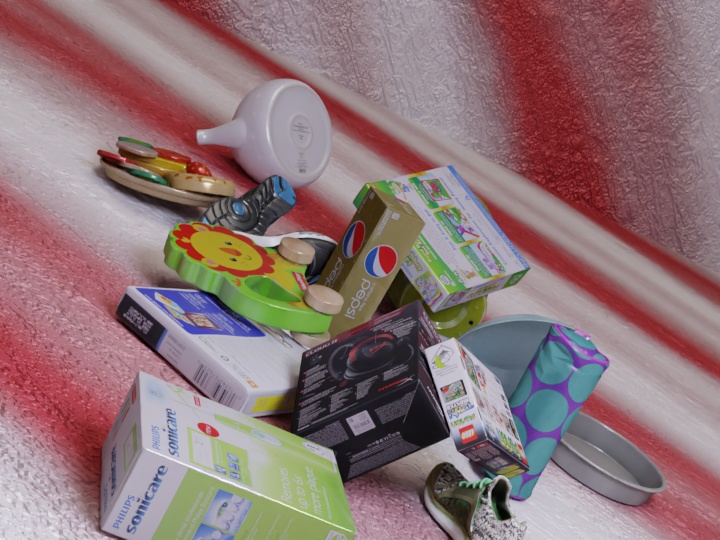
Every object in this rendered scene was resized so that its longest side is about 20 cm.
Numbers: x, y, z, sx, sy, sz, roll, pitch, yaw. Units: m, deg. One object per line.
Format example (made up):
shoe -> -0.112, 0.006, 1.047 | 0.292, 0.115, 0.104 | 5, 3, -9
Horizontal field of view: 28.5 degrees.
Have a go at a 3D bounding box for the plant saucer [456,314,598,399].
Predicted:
plant saucer -> 0.200, 0.103, 1.783 | 0.199, 0.201, 0.039 | 22, 49, -27

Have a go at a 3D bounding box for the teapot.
teapot -> -0.149, -0.225, 2.394 | 0.145, 0.198, 0.201 | -5, -47, 40

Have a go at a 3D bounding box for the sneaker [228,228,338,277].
sneaker -> -0.111, 0.004, 1.826 | 0.198, 0.076, 0.088 | 0, 48, -25

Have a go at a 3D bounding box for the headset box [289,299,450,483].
headset box -> 0.013, 0.121, 1.473 | 0.076, 0.147, 0.200 | 60, 13, -21

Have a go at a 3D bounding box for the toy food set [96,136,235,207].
toy food set -> -0.272, -0.136, 1.984 | 0.196, 0.049, 0.200 | 16, 10, -11

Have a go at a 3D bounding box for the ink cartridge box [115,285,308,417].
ink cartridge box -> -0.142, 0.088, 1.574 | 0.197, 0.047, 0.199 | 36, 13, 26

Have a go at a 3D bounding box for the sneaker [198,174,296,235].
sneaker -> -0.164, -0.063, 1.937 | 0.074, 0.082, 0.200 | 56, 36, 3

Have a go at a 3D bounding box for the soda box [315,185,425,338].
soda box -> 0.000, 0.000, 1.820 | 0.064, 0.201, 0.068 | 21, 17, -29

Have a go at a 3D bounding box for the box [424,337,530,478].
box -> 0.124, 0.147, 1.473 | 0.200, 0.034, 0.111 | 42, 28, -65

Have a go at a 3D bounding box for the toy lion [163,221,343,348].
toy lion -> -0.136, 0.005, 1.679 | 0.190, 0.069, 0.200 | 12, 23, -26

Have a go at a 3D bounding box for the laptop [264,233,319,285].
laptop -> -0.071, -0.042, 1.992 | 0.199, 0.117, 0.187 | 31, 14, 5

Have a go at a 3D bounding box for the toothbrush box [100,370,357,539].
toothbrush box -> -0.116, 0.186, 1.212 | 0.198, 0.087, 0.146 | 24, 15, -17

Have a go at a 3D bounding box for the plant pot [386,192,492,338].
plant pot -> 0.113, 0.003, 2.099 | 0.199, 0.201, 0.194 | 25, 27, -16

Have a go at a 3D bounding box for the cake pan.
cake pan -> 0.321, 0.252, 1.926 | 0.199, 0.037, 0.200 | 28, 14, -8

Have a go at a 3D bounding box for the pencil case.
pencil case -> 0.213, 0.166, 1.679 | 0.085, 0.201, 0.092 | 32, 12, 10

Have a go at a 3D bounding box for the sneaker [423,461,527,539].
sneaker -> 0.130, 0.246, 1.476 | 0.076, 0.089, 0.200 | 22, 16, -25

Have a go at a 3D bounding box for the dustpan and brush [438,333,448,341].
dustpan and brush -> 0.113, 0.139, 1.896 | 0.138, 0.058, 0.200 | 21, 10, -27

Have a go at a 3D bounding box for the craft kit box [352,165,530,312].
craft kit box -> 0.115, -0.049, 1.982 | 0.196, 0.049, 0.201 | -13, 60, -49
